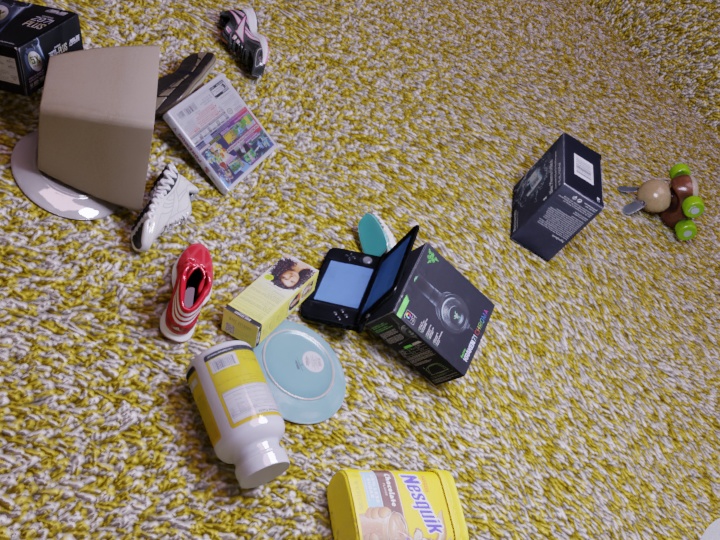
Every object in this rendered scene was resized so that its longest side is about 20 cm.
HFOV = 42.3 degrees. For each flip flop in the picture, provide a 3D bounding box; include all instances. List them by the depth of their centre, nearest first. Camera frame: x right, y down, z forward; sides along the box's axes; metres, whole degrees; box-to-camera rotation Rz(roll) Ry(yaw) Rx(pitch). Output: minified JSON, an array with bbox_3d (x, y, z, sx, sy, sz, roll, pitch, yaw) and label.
[{"bbox_3d":[-0.345,-0.356,1.807,0.080,0.058,0.201,16,48,19],"label":"flip flop"}]

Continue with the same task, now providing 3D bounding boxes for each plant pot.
[{"bbox_3d":[-0.431,-0.246,1.525,0.174,0.201,0.202,7,49,-16],"label":"plant pot"}]

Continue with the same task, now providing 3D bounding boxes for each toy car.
[{"bbox_3d":[0.792,-0.184,2.488,0.196,0.159,0.166,-1,45,-1],"label":"toy car"}]

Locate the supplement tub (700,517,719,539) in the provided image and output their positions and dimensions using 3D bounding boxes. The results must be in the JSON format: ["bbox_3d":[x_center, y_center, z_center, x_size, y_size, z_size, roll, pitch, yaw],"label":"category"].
[{"bbox_3d":[0.756,0.567,1.762,0.198,0.141,0.141,29,42,-12],"label":"supplement tub"}]

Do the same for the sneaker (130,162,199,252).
[{"bbox_3d":[-0.332,-0.100,1.592,0.081,0.075,0.202,35,41,-19],"label":"sneaker"}]

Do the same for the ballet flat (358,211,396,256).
[{"bbox_3d":[0.054,-0.019,1.818,0.071,0.072,0.202,-5,63,-39],"label":"ballet flat"}]

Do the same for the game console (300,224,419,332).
[{"bbox_3d":[0.000,0.000,1.667,0.173,0.118,0.201,12,41,11],"label":"game console"}]

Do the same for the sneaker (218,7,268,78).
[{"bbox_3d":[-0.257,-0.486,1.994,0.085,0.081,0.202,-3,48,-24],"label":"sneaker"}]

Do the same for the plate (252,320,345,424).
[{"bbox_3d":[-0.107,0.162,1.560,0.198,0.026,0.202,20,44,-21],"label":"plate"}]

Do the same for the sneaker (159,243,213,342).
[{"bbox_3d":[-0.262,0.011,1.507,0.077,0.116,0.202,21,45,-20],"label":"sneaker"}]

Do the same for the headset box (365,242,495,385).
[{"bbox_3d":[0.125,0.076,1.704,0.200,0.092,0.175,42,54,-15],"label":"headset box"}]

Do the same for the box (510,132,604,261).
[{"bbox_3d":[0.449,-0.169,2.132,0.116,0.200,0.198,28,42,-14],"label":"box"}]

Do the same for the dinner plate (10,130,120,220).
[{"bbox_3d":[-0.486,-0.170,1.570,0.198,0.024,0.202,21,45,-22],"label":"dinner plate"}]

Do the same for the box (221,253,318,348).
[{"bbox_3d":[-0.153,0.048,1.594,0.074,0.051,0.200,26,39,14],"label":"box"}]

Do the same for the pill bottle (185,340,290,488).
[{"bbox_3d":[-0.180,0.216,1.392,0.111,0.112,0.202,-6,58,-39],"label":"pill bottle"}]

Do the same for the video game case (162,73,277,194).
[{"bbox_3d":[-0.264,-0.265,1.782,0.183,0.023,0.200,52,39,-12],"label":"video game case"}]

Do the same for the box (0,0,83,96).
[{"bbox_3d":[-0.596,-0.381,1.561,0.197,0.087,0.164,15,38,17],"label":"box"}]

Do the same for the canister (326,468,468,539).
[{"bbox_3d":[0.056,0.383,1.443,0.197,0.087,0.150,9,49,-29],"label":"canister"}]
